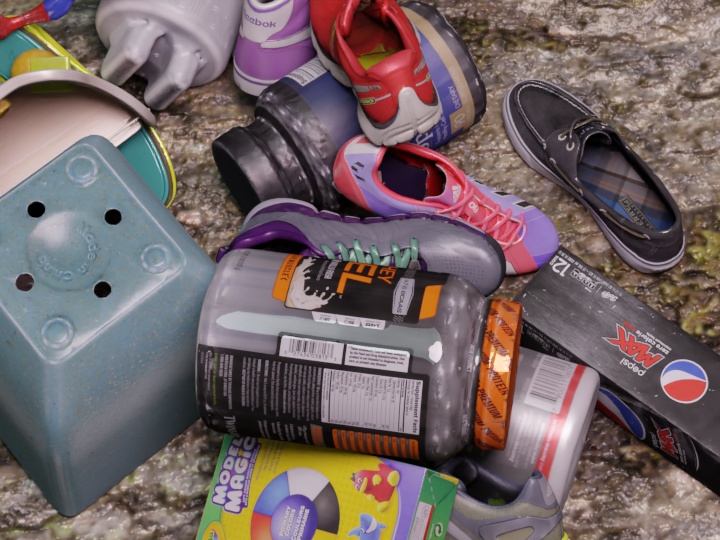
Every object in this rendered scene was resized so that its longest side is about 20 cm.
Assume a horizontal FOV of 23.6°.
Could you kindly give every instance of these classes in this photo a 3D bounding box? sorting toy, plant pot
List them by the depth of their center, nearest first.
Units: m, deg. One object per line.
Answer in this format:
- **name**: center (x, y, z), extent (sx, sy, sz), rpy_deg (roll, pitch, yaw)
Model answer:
- **plant pot**: center (-0.194, 0.020, 1.207), extent (0.196, 0.200, 0.196), rpy_deg (-38, 77, -17)
- **sorting toy**: center (-0.258, -0.098, 1.240), extent (0.200, 0.180, 0.107), rpy_deg (-37, 92, -6)

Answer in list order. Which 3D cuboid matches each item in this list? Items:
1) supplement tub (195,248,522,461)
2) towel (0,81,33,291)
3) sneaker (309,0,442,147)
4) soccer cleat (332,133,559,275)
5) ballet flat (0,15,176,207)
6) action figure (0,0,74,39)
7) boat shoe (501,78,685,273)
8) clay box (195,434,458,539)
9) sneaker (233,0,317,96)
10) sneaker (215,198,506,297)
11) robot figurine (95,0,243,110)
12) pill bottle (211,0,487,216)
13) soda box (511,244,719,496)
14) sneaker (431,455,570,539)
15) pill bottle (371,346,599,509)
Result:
- **supplement tub**: center (0.001, 0.056, 1.114), extent (0.199, 0.123, 0.123), rpy_deg (7, 63, 7)
- **towel**: center (-0.334, -0.067, 1.371), extent (0.190, 0.032, 0.201), rpy_deg (-2, 63, 1)
- **sneaker**: center (0.009, -0.173, 1.242), extent (0.077, 0.085, 0.200), rpy_deg (-23, 40, -5)
- **soccer cleat**: center (0.072, -0.047, 1.275), extent (0.199, 0.076, 0.067), rpy_deg (24, 78, -23)
- **ballet flat**: center (-0.216, -0.128, 1.371), extent (0.200, 0.067, 0.067), rpy_deg (45, 102, -3)
- **action figure**: center (-0.192, -0.238, 1.321), extent (0.199, 0.052, 0.066), rpy_deg (-19, 57, -4)
- **boat shoe**: center (0.181, -0.085, 1.335), extent (0.070, 0.066, 0.200), rpy_deg (-29, 65, -12)
- **clay box**: center (-0.039, 0.172, 1.151), extent (0.199, 0.048, 0.115), rpy_deg (8, 78, 37)
- **sneaker**: center (-0.032, -0.235, 1.378), extent (0.072, 0.115, 0.201), rpy_deg (20, 45, 15)
- **sneaker**: center (0.000, 0.000, 1.219), extent (0.199, 0.075, 0.088), rpy_deg (6, 20, 16)
- **robot figurine**: center (-0.143, -0.231, 1.401), extent (0.169, 0.113, 0.201), rpy_deg (30, 62, -23)
- **pill bottle**: center (-0.011, -0.115, 1.335), extent (0.200, 0.112, 0.112), rpy_deg (-34, 66, -14)
- **soda box**: center (0.203, 0.072, 1.254), extent (0.200, 0.063, 0.071), rpy_deg (36, 70, 20)
- **sneaker**: center (0.050, 0.165, 1.165), extent (0.199, 0.081, 0.074), rpy_deg (-1, 16, 23)
- **pill bottle**: center (0.060, 0.096, 1.220), extent (0.199, 0.114, 0.114), rpy_deg (17, 64, 12)
